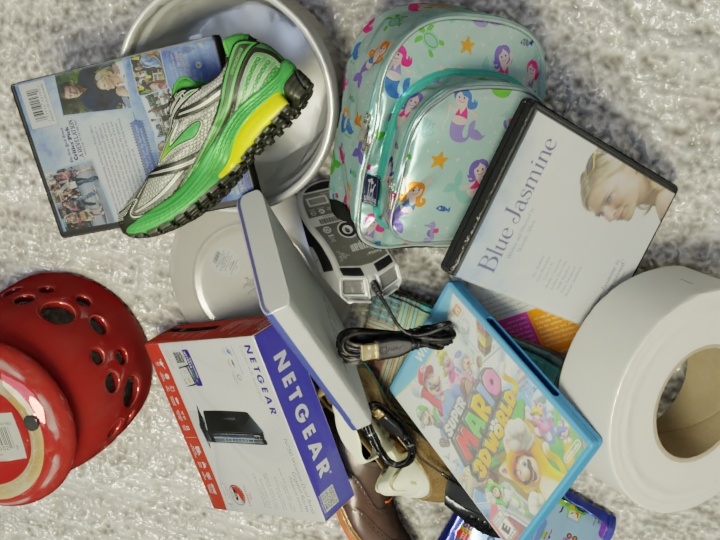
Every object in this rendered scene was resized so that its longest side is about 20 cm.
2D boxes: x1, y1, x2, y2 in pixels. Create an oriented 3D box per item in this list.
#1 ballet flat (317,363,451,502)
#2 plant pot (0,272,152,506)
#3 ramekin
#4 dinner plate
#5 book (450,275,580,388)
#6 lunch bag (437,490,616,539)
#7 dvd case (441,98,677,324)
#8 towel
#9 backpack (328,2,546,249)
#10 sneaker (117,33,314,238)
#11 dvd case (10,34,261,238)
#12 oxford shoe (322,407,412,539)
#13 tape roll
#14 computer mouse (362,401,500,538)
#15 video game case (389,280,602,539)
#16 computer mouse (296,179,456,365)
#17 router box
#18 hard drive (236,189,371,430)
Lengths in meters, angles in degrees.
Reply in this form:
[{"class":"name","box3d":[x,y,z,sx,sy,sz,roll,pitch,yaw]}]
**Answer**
[{"class":"ballet flat","box3d":[0.025,0.174,0.906,0.068,0.072,0.200,-28,104,43]},{"class":"plant pot","box3d":[-0.341,0.122,0.941,0.199,0.183,0.202,4,108,12]},{"class":"ramekin","box3d":[-0.107,-0.161,0.824,0.199,0.105,0.202,4,110,12]},{"class":"dinner plate","box3d":[-0.105,0.012,0.931,0.199,0.024,0.202,4,109,12]},{"class":"book","box3d":[0.183,0.061,0.871,0.133,0.048,0.201,-20,103,22]},{"class":"lunch bag","box3d":[0.160,0.296,0.946,0.150,0.094,0.201,27,103,5]},{"class":"dvd case","box3d":[0.168,-0.037,0.745,0.199,0.018,0.143,20,100,-37]},{"class":"towel","box3d":[0.089,0.110,0.899,0.199,0.022,0.148,21,119,15]},{"class":"backpack","box3d":[0.071,-0.118,0.766,0.176,0.150,0.202,-1,107,-23]},{"class":"sneaker","box3d":[-0.130,-0.104,0.742,0.085,0.078,0.200,45,103,1]},{"class":"dvd case","box3d":[-0.195,-0.112,0.795,0.198,0.018,0.144,-9,108,15]},{"class":"oxford shoe","box3d":[0.009,0.231,0.959,0.072,0.071,0.201,-32,99,17]},{"class":"tape roll","box3d":[0.270,0.102,0.793,0.201,0.071,0.204,-8,108,-25]},{"class":"computer mouse","box3d":[0.082,0.192,0.881,0.200,0.059,0.034,37,157,-11]},{"class":"video game case","box3d":[0.111,0.127,0.818,0.200,0.018,0.144,51,130,34]},{"class":"computer mouse","box3d":[0.000,0.000,0.847,0.109,0.201,0.044,-14,149,-22]},{"class":"router box","box3d":[-0.115,0.148,0.926,0.179,0.049,0.201,-9,107,44]},{"class":"hard drive","box3d":[-0.047,0.040,0.805,0.025,0.132,0.200,-23,139,5]}]
